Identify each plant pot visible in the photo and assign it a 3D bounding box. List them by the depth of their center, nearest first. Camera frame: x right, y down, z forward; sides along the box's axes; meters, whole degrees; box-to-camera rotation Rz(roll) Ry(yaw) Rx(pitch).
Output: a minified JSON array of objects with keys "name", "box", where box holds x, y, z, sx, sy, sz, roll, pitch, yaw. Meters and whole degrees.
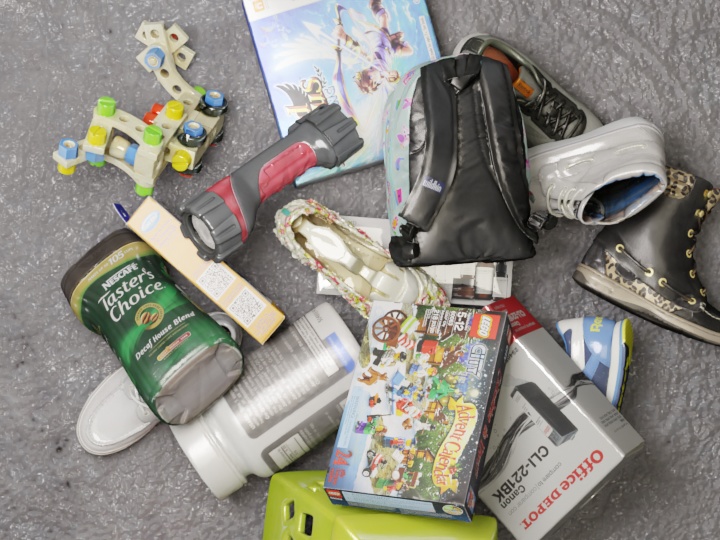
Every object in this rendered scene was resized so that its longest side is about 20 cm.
[{"name":"plant pot","box":[0.022,0.307,1.637,0.198,0.181,0.202,4,92,-23]}]

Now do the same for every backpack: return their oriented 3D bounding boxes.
[{"name":"backpack","box":[0.088,-0.107,1.652,0.165,0.126,0.203,-4,88,-24]}]

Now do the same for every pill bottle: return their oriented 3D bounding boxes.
[{"name":"pill bottle","box":[-0.083,0.132,1.693,0.199,0.114,0.114,-34,92,-3]}]

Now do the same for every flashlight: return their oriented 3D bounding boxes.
[{"name":"flashlight","box":[-0.082,-0.085,1.638,0.199,0.068,0.068,-36,112,-26]}]

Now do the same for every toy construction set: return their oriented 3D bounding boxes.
[{"name":"toy construction set","box":[-0.205,-0.153,1.681,0.130,0.093,0.201,18,52,6]}]

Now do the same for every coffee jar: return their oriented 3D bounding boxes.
[{"name":"coffee jar","box":[-0.206,0.050,1.659,0.104,0.086,0.200,-41,54,-7]}]

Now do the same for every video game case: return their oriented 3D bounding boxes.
[{"name":"video game case","box":[-0.009,-0.205,1.731,0.179,0.045,0.202,-17,91,-2]}]

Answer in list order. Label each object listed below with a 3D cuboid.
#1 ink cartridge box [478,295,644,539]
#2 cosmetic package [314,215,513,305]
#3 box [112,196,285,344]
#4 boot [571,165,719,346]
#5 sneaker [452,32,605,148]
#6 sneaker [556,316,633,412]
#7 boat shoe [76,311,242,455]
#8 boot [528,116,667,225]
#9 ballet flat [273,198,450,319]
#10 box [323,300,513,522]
[{"name":"ink cartridge box","box":[0.157,0.149,1.676,0.200,0.084,0.144,47,111,12]},{"name":"cosmetic package","box":[0.054,-0.010,1.732,0.197,0.051,0.084,3,89,-3]},{"name":"box","box":[-0.158,-0.008,1.686,0.200,0.119,0.042,44,88,-3]},{"name":"boot","box":[0.331,-0.015,1.738,0.198,0.073,0.152,23,89,3]},{"name":"sneaker","box":[0.176,-0.164,1.724,0.199,0.079,0.074,37,87,-6]},{"name":"sneaker","box":[0.221,0.141,1.732,0.081,0.074,0.203,12,95,13]},{"name":"boat shoe","box":[-0.201,0.115,1.709,0.199,0.069,0.072,-32,92,-3]},{"name":"boot","box":[0.208,-0.080,1.688,0.198,0.096,0.074,-25,122,20]},{"name":"ballet flat","box":[0.000,0.000,1.672,0.199,0.064,0.076,31,89,-3]},{"name":"box","box":[0.056,0.127,1.587,0.135,0.038,0.202,4,59,20]}]
